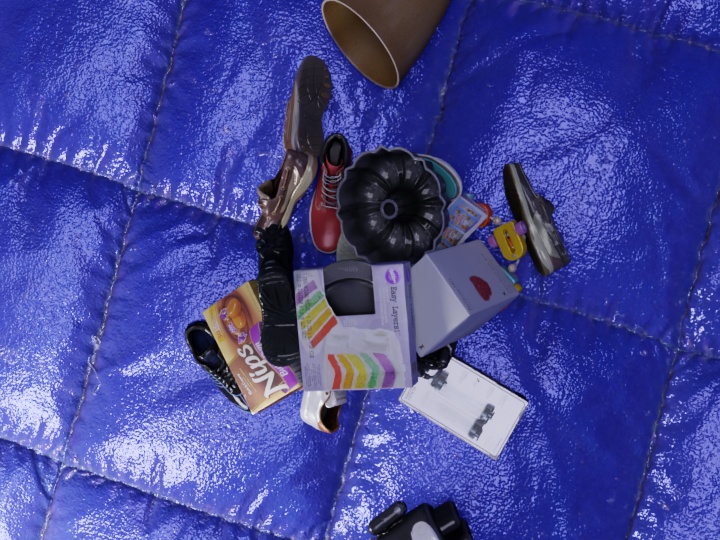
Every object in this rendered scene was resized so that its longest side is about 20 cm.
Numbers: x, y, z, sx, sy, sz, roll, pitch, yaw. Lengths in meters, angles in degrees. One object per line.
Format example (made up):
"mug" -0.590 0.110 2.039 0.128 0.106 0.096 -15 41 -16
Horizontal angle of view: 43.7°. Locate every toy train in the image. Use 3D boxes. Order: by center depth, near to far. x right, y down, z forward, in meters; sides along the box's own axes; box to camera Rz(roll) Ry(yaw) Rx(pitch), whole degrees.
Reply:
"toy train" 0.223 -0.033 1.559 0.148 0.055 0.204 6 101 33

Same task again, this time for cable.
"cable" 0.075 0.086 1.503 0.198 0.164 0.051 33 132 3

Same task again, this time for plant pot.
"plant pot" 0.066 -0.448 1.527 0.186 0.186 0.200 44 80 5

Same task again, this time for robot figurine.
"robot figurine" 0.093 0.478 1.530 0.199 0.125 0.151 -34 63 5

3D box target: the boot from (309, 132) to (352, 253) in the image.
"boot" -0.052 -0.131 1.540 0.071 0.144 0.204 6 92 0

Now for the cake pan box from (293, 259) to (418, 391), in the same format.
"cake pan box" -0.007 0.083 1.395 0.181 0.052 0.204 -3 94 13

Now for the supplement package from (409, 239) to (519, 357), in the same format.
"supplement package" 0.149 0.041 1.466 0.120 0.199 0.122 -43 75 31

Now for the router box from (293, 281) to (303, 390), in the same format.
"router box" -0.087 0.106 1.559 0.198 0.049 0.182 -21 87 25

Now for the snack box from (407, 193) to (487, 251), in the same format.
"snack box" 0.125 -0.045 1.535 0.071 0.024 0.200 31 114 -26

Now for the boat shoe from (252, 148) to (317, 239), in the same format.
"boat shoe" -0.147 -0.130 1.549 0.071 0.073 0.200 19 132 -25

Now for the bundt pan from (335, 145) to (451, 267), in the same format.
"bundt pan" 0.062 -0.106 1.472 0.199 0.076 0.206 7 104 27

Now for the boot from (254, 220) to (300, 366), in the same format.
"boot" -0.135 0.034 1.478 0.072 0.163 0.201 -6 121 -2

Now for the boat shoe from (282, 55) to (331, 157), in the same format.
"boat shoe" -0.103 -0.283 1.581 0.075 0.071 0.203 20 68 -32

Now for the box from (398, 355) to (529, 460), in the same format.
"box" 0.178 0.224 1.553 0.198 0.060 0.118 29 92 6

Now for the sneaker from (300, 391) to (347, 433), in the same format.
"sneaker" -0.047 0.171 1.472 0.084 0.072 0.203 23 117 45

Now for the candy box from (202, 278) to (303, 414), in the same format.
"candy box" -0.177 0.130 1.546 0.116 0.056 0.202 -31 81 25

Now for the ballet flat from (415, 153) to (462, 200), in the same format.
"ballet flat" 0.106 -0.171 1.528 0.198 0.069 0.070 20 92 39

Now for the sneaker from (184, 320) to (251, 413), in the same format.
"sneaker" -0.244 0.175 1.590 0.070 0.078 0.201 -41 85 4

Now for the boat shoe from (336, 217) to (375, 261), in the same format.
"boat shoe" 0.000 0.000 1.573 0.073 0.062 0.204 2 94 25

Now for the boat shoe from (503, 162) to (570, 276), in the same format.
"boat shoe" 0.304 -0.094 1.543 0.065 0.072 0.204 -19 86 -6
